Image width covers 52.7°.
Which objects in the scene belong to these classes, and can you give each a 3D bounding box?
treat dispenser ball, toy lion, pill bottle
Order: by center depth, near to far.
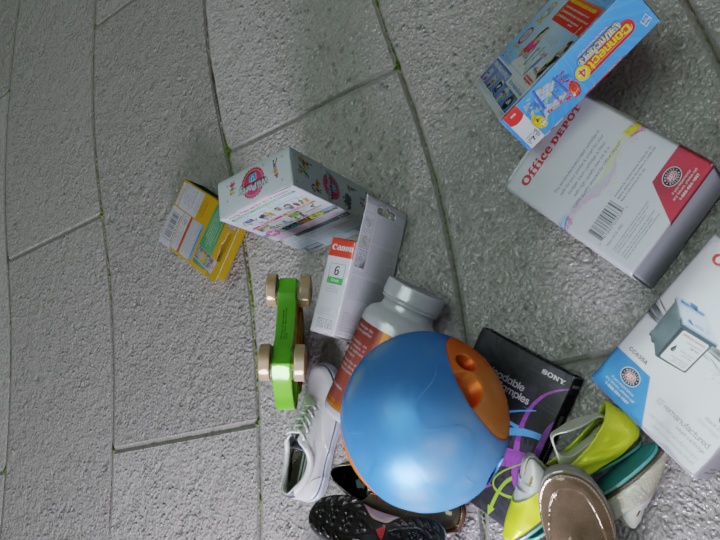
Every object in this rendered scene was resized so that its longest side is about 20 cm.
[{"bbox_3d":[0.074,0.173,0.844,0.198,0.199,0.206,-11,72,35],"label":"treat dispenser ball"},{"bbox_3d":[0.037,0.117,0.988,0.111,0.111,0.203,27,96,39],"label":"pill bottle"},{"bbox_3d":[-0.102,0.115,1.051,0.067,0.194,0.203,0,46,0],"label":"toy lion"}]

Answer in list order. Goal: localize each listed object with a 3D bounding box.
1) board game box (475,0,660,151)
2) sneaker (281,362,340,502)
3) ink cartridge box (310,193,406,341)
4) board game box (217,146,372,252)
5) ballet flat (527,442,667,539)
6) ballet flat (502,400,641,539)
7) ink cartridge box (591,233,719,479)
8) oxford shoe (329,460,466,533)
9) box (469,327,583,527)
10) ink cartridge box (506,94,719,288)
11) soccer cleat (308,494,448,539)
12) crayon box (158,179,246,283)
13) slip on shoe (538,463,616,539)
[{"bbox_3d":[0.241,-0.266,0.896,0.196,0.056,0.201,-45,19,20],"label":"board game box"},{"bbox_3d":[-0.072,0.236,1.067,0.072,0.070,0.205,-2,76,37],"label":"sneaker"},{"bbox_3d":[0.000,0.000,1.048,0.050,0.108,0.204,9,84,38],"label":"ink cartridge box"},{"bbox_3d":[-0.091,-0.097,1.086,0.146,0.199,0.066,-20,67,32],"label":"board game box"},{"bbox_3d":[0.273,0.268,0.809,0.063,0.067,0.200,47,114,6],"label":"ballet flat"},{"bbox_3d":[0.225,0.223,0.827,0.199,0.067,0.067,-41,92,8],"label":"ballet flat"},{"bbox_3d":[0.366,0.090,0.757,0.202,0.085,0.147,-55,53,15],"label":"ink cartridge box"},{"bbox_3d":[0.043,0.300,0.959,0.197,0.074,0.072,4,78,37],"label":"oxford shoe"},{"bbox_3d":[0.173,0.192,0.911,0.142,0.036,0.203,27,94,39],"label":"box"},{"bbox_3d":[0.296,-0.100,0.860,0.200,0.082,0.147,43,105,37],"label":"ink cartridge box"},{"bbox_3d":[0.023,0.342,0.933,0.196,0.074,0.069,3,49,28],"label":"soccer cleat"},{"bbox_3d":[-0.275,-0.069,1.317,0.199,0.051,0.128,31,98,39],"label":"crayon box"},{"bbox_3d":[0.233,0.306,0.765,0.074,0.061,0.204,-8,101,21],"label":"slip on shoe"}]
